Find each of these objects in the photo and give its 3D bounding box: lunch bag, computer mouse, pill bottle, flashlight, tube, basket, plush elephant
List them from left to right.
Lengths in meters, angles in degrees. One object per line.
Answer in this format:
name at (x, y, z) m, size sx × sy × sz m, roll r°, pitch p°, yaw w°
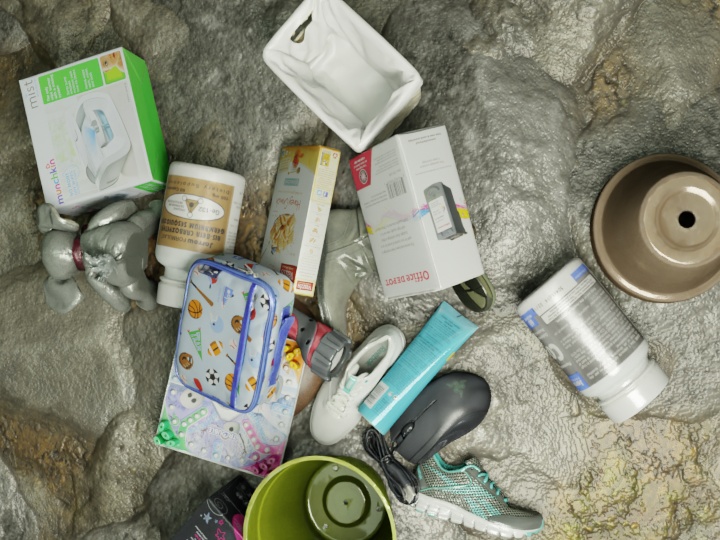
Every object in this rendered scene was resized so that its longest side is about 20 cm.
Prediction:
plush elephant at (-0.389, -0.023, 1.219) m, size 0.151 × 0.200 × 0.169 m, roll 7°, pitch 97°, yaw 14°
pill bottle at (-0.238, -0.048, 1.224) m, size 0.112 × 0.114 × 0.205 m, roll 10°, pitch 91°, yaw 10°
lunch bag at (-0.169, 0.081, 1.138) m, size 0.158 × 0.075 × 0.204 m, roll 21°, pitch 109°, yaw 26°
flashlight at (-0.105, 0.078, 1.174) m, size 0.198 × 0.068 × 0.069 m, roll 29°, pitch 86°, yaw 20°
basket at (-0.019, -0.273, 1.185) m, size 0.200 × 0.123 × 0.136 m, roll 44°, pitch 96°, yaw 7°
tube at (0.077, 0.136, 1.176) m, size 0.201 × 0.050 × 0.077 m, roll -49°, pitch 51°, yaw -5°
computer mouse at (0.094, 0.212, 1.166) m, size 0.199 × 0.053 × 0.139 m, roll -40°, pitch 48°, yaw 2°
pill bottle at (0.310, 0.094, 1.122) m, size 0.113 × 0.114 × 0.201 m, roll -39°, pitch 82°, yaw 7°

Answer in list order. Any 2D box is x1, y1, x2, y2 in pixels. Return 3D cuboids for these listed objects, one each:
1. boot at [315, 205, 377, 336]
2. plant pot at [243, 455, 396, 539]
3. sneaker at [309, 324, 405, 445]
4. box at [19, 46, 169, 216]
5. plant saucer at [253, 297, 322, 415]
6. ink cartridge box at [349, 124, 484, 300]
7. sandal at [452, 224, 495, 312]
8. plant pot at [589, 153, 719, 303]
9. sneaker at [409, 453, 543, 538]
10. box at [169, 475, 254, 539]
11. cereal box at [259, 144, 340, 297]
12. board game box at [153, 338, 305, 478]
boot at (0.000, 0.000, 1.207) m, size 0.127 × 0.068 × 0.205 m, roll -6°, pitch 88°, yaw 5°
plant pot at (-0.036, 0.337, 1.138) m, size 0.195 × 0.193 × 0.206 m, roll 0°, pitch 88°, yaw 10°
sneaker at (-0.013, 0.162, 1.191) m, size 0.075 × 0.088 × 0.202 m, roll 35°, pitch 95°, yaw 8°
box at (-0.395, -0.205, 1.267) m, size 0.173 × 0.097 × 0.205 m, roll -14°, pitch 87°, yaw 7°
plant saucer at (-0.149, 0.128, 1.244) m, size 0.195 × 0.037 × 0.206 m, roll 0°, pitch 88°, yaw 10°
ink cartridge box at (0.072, -0.075, 1.126) m, size 0.084 × 0.147 × 0.204 m, roll -17°, pitch 93°, yaw -28°
sandal at (0.137, -0.037, 1.185) m, size 0.057 × 0.080 × 0.204 m, roll -23°, pitch 80°, yaw -27°
plant pot at (0.402, -0.056, 1.079) m, size 0.195 × 0.174 × 0.206 m, roll 0°, pitch 90°, yaw 10°
sneaker at (0.161, 0.308, 1.166) m, size 0.196 × 0.078 × 0.093 m, roll 14°, pitch 87°, yaw 9°
box at (-0.163, 0.417, 1.191) m, size 0.115 × 0.132 × 0.200 m, roll -45°, pitch 82°, yaw 10°
cereal box at (-0.090, -0.073, 1.189) m, size 0.039 × 0.143 × 0.205 m, roll 11°, pitch 90°, yaw -28°
board game box at (-0.191, 0.181, 1.219) m, size 0.196 × 0.026 × 0.205 m, roll 14°, pitch 91°, yaw 10°
